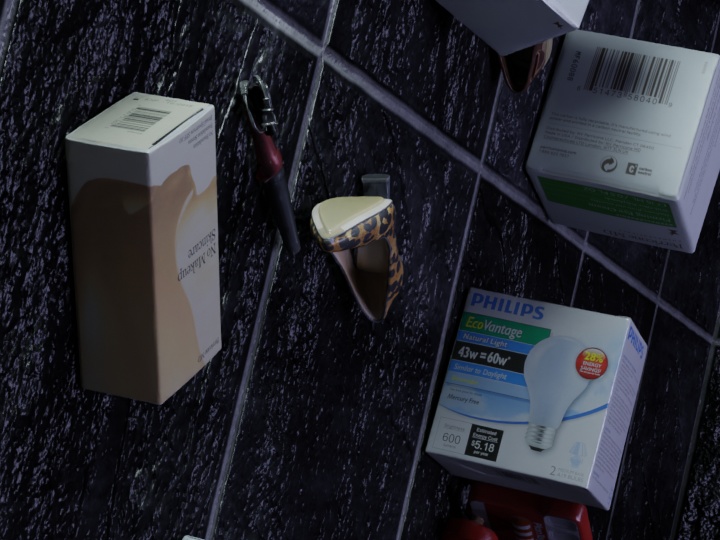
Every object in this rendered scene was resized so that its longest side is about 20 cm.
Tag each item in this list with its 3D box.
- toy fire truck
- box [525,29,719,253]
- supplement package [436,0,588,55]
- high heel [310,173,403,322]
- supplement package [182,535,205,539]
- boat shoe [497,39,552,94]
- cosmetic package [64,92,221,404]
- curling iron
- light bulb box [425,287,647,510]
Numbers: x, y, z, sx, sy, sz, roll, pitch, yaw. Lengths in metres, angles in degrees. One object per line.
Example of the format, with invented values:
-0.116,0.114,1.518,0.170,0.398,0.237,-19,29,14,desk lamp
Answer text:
0.197,0.316,2.347,0.200,0.167,0.113,72,36,-52,toy fire truck
0.332,-0.158,2.414,0.171,0.198,0.201,52,54,-63,box
0.172,-0.337,1.983,0.117,0.117,0.201,37,60,-28,supplement package
0.000,0.000,1.825,0.200,0.071,0.143,-45,136,-69,high heel
-0.117,0.362,1.612,0.200,0.146,0.192,-53,147,-48,supplement package
0.169,-0.274,2.131,0.201,0.072,0.072,84,25,-51,boat shoe
-0.155,-0.016,1.436,0.105,0.071,0.201,-46,141,-55,cosmetic package
-0.075,-0.083,1.657,0.201,0.025,0.050,81,-8,-49,curling iron
0.202,0.144,2.236,0.125,0.197,0.201,47,56,-65,light bulb box
